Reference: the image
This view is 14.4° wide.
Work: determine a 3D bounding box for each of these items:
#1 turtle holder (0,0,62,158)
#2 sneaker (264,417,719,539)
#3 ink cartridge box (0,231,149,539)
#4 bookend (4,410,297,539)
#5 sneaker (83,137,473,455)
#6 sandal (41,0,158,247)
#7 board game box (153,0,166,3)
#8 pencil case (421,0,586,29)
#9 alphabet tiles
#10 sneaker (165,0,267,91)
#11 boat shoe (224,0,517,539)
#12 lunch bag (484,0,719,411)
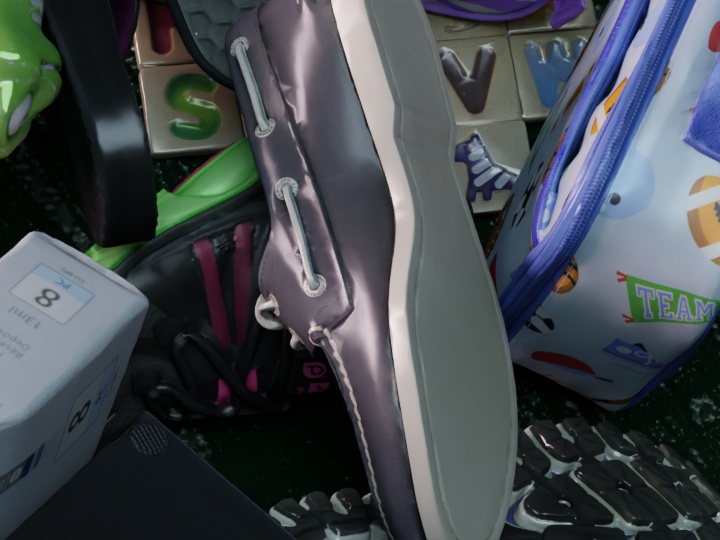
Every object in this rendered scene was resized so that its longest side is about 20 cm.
[{"bbox_3d":[-0.180,-0.064,0.896,0.185,0.141,0.132,9,67,1],"label":"turtle holder"},{"bbox_3d":[0.040,0.108,0.906,0.199,0.089,0.079,-8,40,-28],"label":"sneaker"},{"bbox_3d":[-0.142,0.100,0.790,0.047,0.160,0.200,30,37,8],"label":"ink cartridge box"},{"bbox_3d":[-0.114,0.175,0.810,0.092,0.199,0.200,40,49,8],"label":"bookend"},{"bbox_3d":[-0.043,0.015,0.923,0.200,0.077,0.084,-40,81,-14],"label":"sneaker"},{"bbox_3d":[-0.087,-0.094,0.918,0.048,0.075,0.201,-13,59,-13],"label":"sandal"},{"bbox_3d":[-0.116,-0.152,0.999,0.199,0.023,0.105,9,70,-5],"label":"board game box"},{"bbox_3d":[0.046,-0.188,1.008,0.085,0.084,0.201,19,67,-24],"label":"pencil case"},{"bbox_3d":[-0.001,-0.109,1.014,0.166,0.006,0.201,-6,70,-10],"label":"alphabet tiles"},{"bbox_3d":[-0.029,-0.173,0.970,0.077,0.146,0.203,-2,110,9],"label":"sneaker"},{"bbox_3d":[0.000,0.000,0.877,0.062,0.073,0.201,-18,69,23],"label":"boat shoe"},{"bbox_3d":[0.107,-0.061,0.923,0.075,0.160,0.201,25,69,-1],"label":"lunch bag"}]
